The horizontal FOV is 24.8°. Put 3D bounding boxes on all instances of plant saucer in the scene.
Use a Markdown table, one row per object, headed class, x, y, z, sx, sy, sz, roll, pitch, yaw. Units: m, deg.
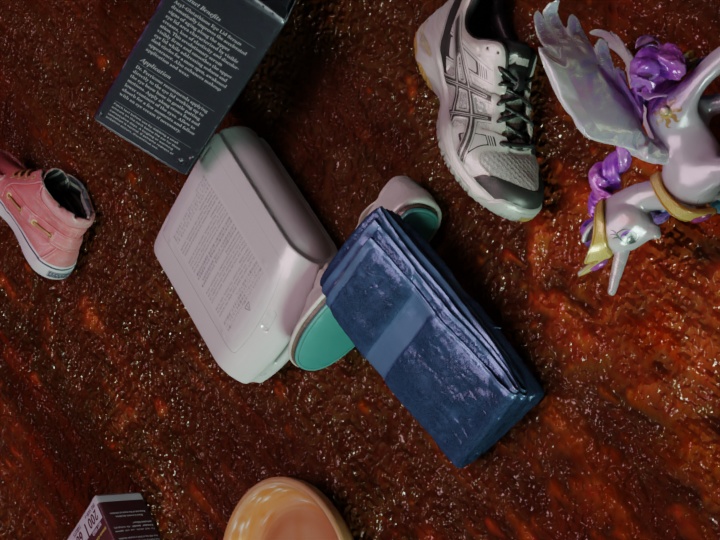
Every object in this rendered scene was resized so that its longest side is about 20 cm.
| class | x | y | z | sx | sy | sz | roll | pitch | yaw |
| --- | --- | --- | --- | --- | --- | --- | --- | --- | --- |
| plant saucer | -0.058 | 0.288 | 1.486 | 0.199 | 0.037 | 0.203 | -5 | 84 | 50 |

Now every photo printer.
| class | x | y | z | sx | sy | sz | roll | pitch | yaw |
| --- | --- | --- | --- | --- | --- | --- | --- | --- | --- |
| photo printer | -0.104 | -0.009 | 1.528 | 0.201 | 0.069 | 0.167 | 55 | 127 | 35 |

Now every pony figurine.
| class | x | y | z | sx | sy | sz | roll | pitch | yaw |
| --- | --- | --- | --- | --- | --- | --- | --- | --- | --- |
| pony figurine | 0.214 | -0.100 | 1.120 | 0.199 | 0.166 | 0.195 | -21 | 80 | 31 |

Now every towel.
| class | x | y | z | sx | sy | sz | roll | pitch | yaw |
| --- | --- | --- | --- | --- | --- | --- | --- | --- | --- |
| towel | 0.050 | 0.055 | 1.317 | 0.200 | 0.048 | 0.112 | 50 | 127 | 15 |

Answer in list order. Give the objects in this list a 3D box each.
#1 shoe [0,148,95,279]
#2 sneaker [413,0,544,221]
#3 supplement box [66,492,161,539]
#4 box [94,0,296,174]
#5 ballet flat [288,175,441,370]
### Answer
| class | x | y | z | sx | sy | sz | roll | pitch | yaw |
| --- | --- | --- | --- | --- | --- | --- | --- | --- | --- |
| shoe | -0.364 | -0.090 | 1.841 | 0.201 | 0.071 | 0.091 | 53 | 124 | 30 |
| sneaker | 0.104 | -0.137 | 1.286 | 0.088 | 0.075 | 0.202 | -42 | 58 | 40 |
| supplement box | -0.234 | 0.340 | 1.672 | 0.109 | 0.060 | 0.201 | -55 | 51 | 32 |
| box | -0.141 | -0.216 | 1.507 | 0.200 | 0.104 | 0.148 | -53 | 11 | 33 |
| ballet flat | 0.000 | 0.000 | 1.417 | 0.201 | 0.069 | 0.070 | -53 | 51 | 25 |
